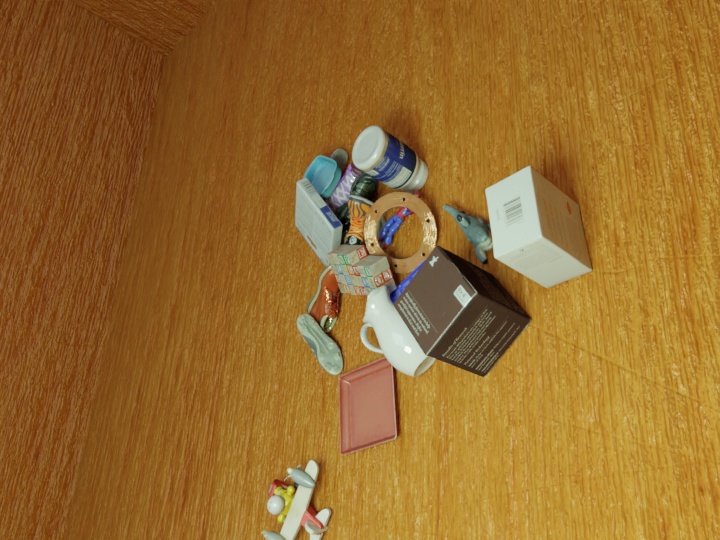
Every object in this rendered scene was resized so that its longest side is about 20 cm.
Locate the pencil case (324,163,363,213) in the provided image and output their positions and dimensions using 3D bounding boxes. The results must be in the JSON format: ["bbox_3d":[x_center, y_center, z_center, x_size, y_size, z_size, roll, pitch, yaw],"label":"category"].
[{"bbox_3d":[-0.062,-0.226,1.889,0.200,0.085,0.085,-44,31,26],"label":"pencil case"}]

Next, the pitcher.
[{"bbox_3d":[0.082,0.164,1.487,0.200,0.119,0.174,47,136,27],"label":"pitcher"}]

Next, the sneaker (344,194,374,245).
[{"bbox_3d":[-0.003,-0.119,1.678,0.076,0.200,0.115,18,78,16],"label":"sneaker"}]

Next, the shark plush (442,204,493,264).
[{"bbox_3d":[0.255,-0.111,1.450,0.091,0.082,0.202,-48,42,23],"label":"shark plush"}]

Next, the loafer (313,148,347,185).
[{"bbox_3d":[-0.104,-0.289,1.996,0.203,0.071,0.063,-60,20,0],"label":"loafer"}]

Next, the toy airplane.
[{"bbox_3d":[-0.168,0.598,1.575,0.198,0.139,0.204,-34,48,34],"label":"toy airplane"}]

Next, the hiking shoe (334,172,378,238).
[{"bbox_3d":[-0.004,-0.184,1.804,0.202,0.074,0.102,-56,31,31],"label":"hiking shoe"}]

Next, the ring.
[{"bbox_3d":[0.101,-0.096,1.600,0.195,0.019,0.207,4,101,22],"label":"ring"}]

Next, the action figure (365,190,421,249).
[{"bbox_3d":[0.079,-0.140,1.658,0.201,0.099,0.065,-48,42,6],"label":"action figure"}]

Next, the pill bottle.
[{"bbox_3d":[0.081,-0.282,1.650,0.114,0.197,0.119,-23,56,40],"label":"pill bottle"}]

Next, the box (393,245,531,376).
[{"bbox_3d":[0.210,0.087,1.317,0.166,0.197,0.167,-53,40,18],"label":"box"}]

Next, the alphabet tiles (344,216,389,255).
[{"bbox_3d":[0.010,-0.059,1.778,0.200,0.014,0.199,-43,42,28],"label":"alphabet tiles"}]

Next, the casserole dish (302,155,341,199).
[{"bbox_3d":[-0.114,-0.274,1.884,0.123,0.038,0.199,-60,30,3],"label":"casserole dish"}]

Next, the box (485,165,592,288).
[{"bbox_3d":[0.347,-0.078,1.230,0.105,0.198,0.156,-25,54,38],"label":"box"}]

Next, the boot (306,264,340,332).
[{"bbox_3d":[-0.080,0.076,1.770,0.108,0.073,0.203,55,131,44],"label":"boot"}]

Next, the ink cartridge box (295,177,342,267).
[{"bbox_3d":[-0.125,-0.134,1.847,0.198,0.043,0.202,52,156,23],"label":"ink cartridge box"}]

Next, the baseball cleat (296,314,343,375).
[{"bbox_3d":[-0.106,0.209,1.754,0.069,0.107,0.202,-31,68,-9],"label":"baseball cleat"}]

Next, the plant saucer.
[{"bbox_3d":[0.024,0.335,1.555,0.198,0.036,0.205,-29,53,39],"label":"plant saucer"}]

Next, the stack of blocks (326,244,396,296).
[{"bbox_3d":[0.000,0.000,1.628,0.198,0.058,0.118,6,121,58],"label":"stack of blocks"}]

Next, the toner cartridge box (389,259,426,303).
[{"bbox_3d":[0.122,0.076,1.555,0.200,0.043,0.096,-45,44,27],"label":"toner cartridge box"}]
